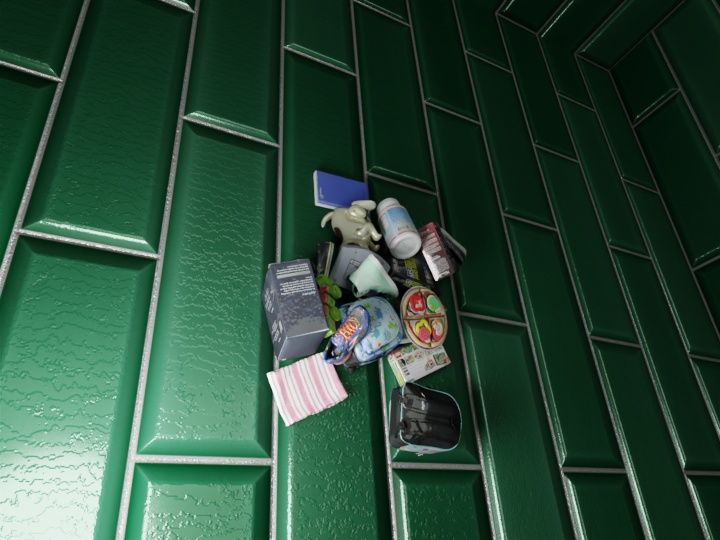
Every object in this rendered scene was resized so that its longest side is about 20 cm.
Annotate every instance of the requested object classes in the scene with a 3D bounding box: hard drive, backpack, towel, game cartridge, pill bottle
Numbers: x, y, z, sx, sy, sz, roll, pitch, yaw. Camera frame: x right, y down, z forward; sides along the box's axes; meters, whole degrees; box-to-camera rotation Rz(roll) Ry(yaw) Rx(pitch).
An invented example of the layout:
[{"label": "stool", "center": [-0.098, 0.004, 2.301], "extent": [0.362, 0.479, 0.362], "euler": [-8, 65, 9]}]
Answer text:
[{"label": "hard drive", "center": [-0.063, -0.263, 1.788], "extent": [0.197, 0.025, 0.134], "euler": [10, 59, -27]}, {"label": "backpack", "center": [0.175, 0.418, 1.449], "extent": [0.196, 0.154, 0.179], "euler": [12, 59, -13]}, {"label": "towel", "center": [-0.141, 0.310, 1.400], "extent": [0.198, 0.030, 0.148], "euler": [-15, 71, -37]}, {"label": "game cartridge", "center": [0.000, 0.000, 1.585], "extent": [0.198, 0.135, 0.041], "euler": [22, 7, -42]}, {"label": "backpack", "center": [0.028, 0.167, 1.513], "extent": [0.198, 0.147, 0.185], "euler": [-17, 75, -41]}, {"label": "pill bottle", "center": [0.120, -0.143, 1.712], "extent": [0.107, 0.110, 0.202], "euler": [6, 43, -28]}]

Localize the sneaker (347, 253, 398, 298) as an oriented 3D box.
[{"label": "sneaker", "center": [0.034, 0.046, 1.569], "extent": [0.074, 0.118, 0.201], "euler": [47, -3, 44]}]

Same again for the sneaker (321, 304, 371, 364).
[{"label": "sneaker", "center": [-0.038, 0.180, 1.392], "extent": [0.075, 0.202, 0.078], "euler": [37, 22, 21]}]

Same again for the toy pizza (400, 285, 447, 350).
[{"label": "toy pizza", "center": [0.203, 0.144, 1.604], "extent": [0.198, 0.032, 0.204], "euler": [15, 65, -34]}]

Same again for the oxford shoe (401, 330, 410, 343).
[{"label": "oxford shoe", "center": [0.187, 0.180, 1.645], "extent": [0.197, 0.075, 0.059], "euler": [-11, 99, -32]}]

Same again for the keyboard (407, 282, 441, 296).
[{"label": "keyboard", "center": [0.183, 0.051, 1.736], "extent": [0.197, 0.021, 0.128], "euler": [18, 28, -21]}]

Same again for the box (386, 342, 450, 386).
[{"label": "box", "center": [0.182, 0.274, 1.616], "extent": [0.198, 0.035, 0.111], "euler": [-15, 72, -37]}]

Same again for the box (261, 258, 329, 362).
[{"label": "box", "center": [-0.177, 0.107, 1.376], "extent": [0.115, 0.197, 0.203], "euler": [-9, 67, -21]}]

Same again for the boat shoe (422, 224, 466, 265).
[{"label": "boat shoe", "center": [0.298, -0.087, 1.881], "extent": [0.199, 0.071, 0.068], "euler": [36, 48, -17]}]

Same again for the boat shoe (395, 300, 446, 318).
[{"label": "boat shoe", "center": [0.196, 0.122, 1.690], "extent": [0.197, 0.076, 0.073], "euler": [1, 59, -33]}]

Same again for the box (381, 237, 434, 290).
[{"label": "box", "center": [0.155, -0.022, 1.731], "extent": [0.158, 0.045, 0.202], "euler": [20, 37, -21]}]

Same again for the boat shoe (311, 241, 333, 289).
[{"label": "boat shoe", "center": [-0.124, 0.003, 1.561], "extent": [0.061, 0.075, 0.204], "euler": [12, 66, -7]}]

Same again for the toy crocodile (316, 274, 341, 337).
[{"label": "toy crocodile", "center": [-0.095, 0.096, 1.432], "extent": [0.062, 0.067, 0.202], "euler": [42, 32, -38]}]

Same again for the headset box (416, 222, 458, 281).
[{"label": "headset box", "center": [0.256, -0.075, 1.774], "extent": [0.203, 0.076, 0.149], "euler": [65, 16, 3]}]

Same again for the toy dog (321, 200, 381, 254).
[{"label": "toy dog", "center": [-0.023, -0.107, 1.651], "extent": [0.190, 0.140, 0.203], "euler": [5, 61, -18]}]
